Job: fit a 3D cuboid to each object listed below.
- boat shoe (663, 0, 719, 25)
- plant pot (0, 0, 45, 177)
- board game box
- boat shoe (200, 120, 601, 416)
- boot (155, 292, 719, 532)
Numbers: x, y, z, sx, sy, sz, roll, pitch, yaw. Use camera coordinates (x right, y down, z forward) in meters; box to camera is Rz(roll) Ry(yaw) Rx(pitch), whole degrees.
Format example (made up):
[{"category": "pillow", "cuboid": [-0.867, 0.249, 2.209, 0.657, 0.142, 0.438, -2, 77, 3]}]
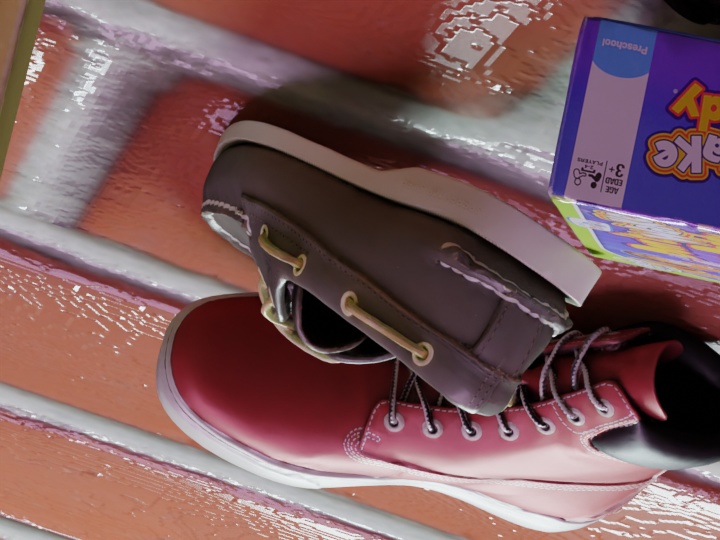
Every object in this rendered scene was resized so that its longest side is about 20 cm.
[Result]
[{"category": "boat shoe", "cuboid": [0.067, -0.105, 0.706, 0.066, 0.072, 0.201, -7, 155, 33]}, {"category": "plant pot", "cuboid": [-0.185, -0.052, 0.830, 0.195, 0.195, 0.200, 15, -172, 0]}, {"category": "board game box", "cuboid": [0.126, -0.020, 0.804, 0.134, 0.045, 0.200, 12, 178, 8]}, {"category": "boat shoe", "cuboid": [-0.002, -0.001, 0.952, 0.072, 0.060, 0.202, 33, 172, -31]}, {"category": "boot", "cuboid": [0.036, 0.039, 1.083, 0.199, 0.073, 0.144, 14, 160, -20]}]
